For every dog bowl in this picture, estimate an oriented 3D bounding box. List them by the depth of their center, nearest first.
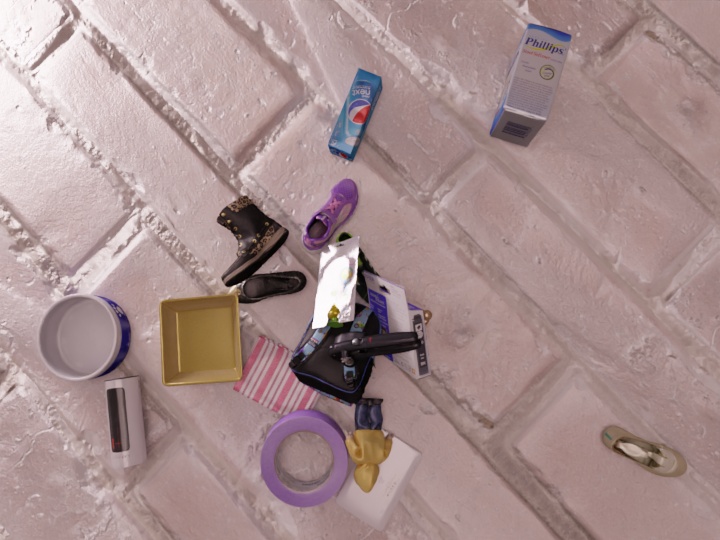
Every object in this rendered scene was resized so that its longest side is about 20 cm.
[{"bbox_3d":[-0.657,0.158,1.380,0.196,0.079,0.205,0,85,3],"label":"dog bowl"}]

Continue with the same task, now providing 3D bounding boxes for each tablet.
[{"bbox_3d":[0.043,0.480,1.336,0.129,0.014,0.202,29,87,6],"label":"tablet"}]

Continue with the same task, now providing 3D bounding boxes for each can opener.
[{"bbox_3d":[0.025,0.149,1.166,0.196,0.063,0.080,-10,60,25],"label":"can opener"}]

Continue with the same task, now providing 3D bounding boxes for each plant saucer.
[{"bbox_3d":[-0.372,0.164,1.372,0.196,0.048,0.205,-5,85,6],"label":"plant saucer"}]

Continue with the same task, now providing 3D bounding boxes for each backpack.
[{"bbox_3d":[-0.044,0.174,1.297,0.179,0.135,0.202,17,64,17],"label":"backpack"}]

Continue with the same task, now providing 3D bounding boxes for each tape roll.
[{"bbox_3d":[-0.126,0.425,1.314,0.196,0.066,0.205,0,89,-1],"label":"tape roll"}]

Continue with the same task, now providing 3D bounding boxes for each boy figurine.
[{"bbox_3d":[0.021,0.391,1.305,0.122,0.064,0.205,4,80,-26],"label":"boy figurine"}]

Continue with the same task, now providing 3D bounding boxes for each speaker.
[{"bbox_3d":[-0.549,0.354,1.354,0.079,0.081,0.204,-7,85,3],"label":"speaker"}]

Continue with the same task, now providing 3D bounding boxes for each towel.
[{"bbox_3d":[-0.186,0.261,1.364,0.197,0.030,0.148,26,88,5],"label":"towel"}]

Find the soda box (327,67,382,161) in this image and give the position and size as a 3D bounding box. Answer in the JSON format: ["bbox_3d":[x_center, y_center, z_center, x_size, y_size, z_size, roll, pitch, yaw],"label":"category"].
[{"bbox_3d":[-0.012,-0.373,1.393,0.063,0.068,0.203,21,86,6],"label":"soda box"}]

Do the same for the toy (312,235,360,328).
[{"bbox_3d":[-0.043,0.032,1.282,0.114,0.047,0.203,-15,55,33],"label":"toy"}]

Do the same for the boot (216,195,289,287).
[{"bbox_3d":[-0.285,-0.073,1.370,0.150,0.073,0.200,44,74,8],"label":"boot"}]

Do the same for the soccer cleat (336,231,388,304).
[{"bbox_3d":[0.000,0.000,1.350,0.067,0.081,0.202,-32,83,0],"label":"soccer cleat"}]

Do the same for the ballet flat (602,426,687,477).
[{"bbox_3d":[0.635,0.409,1.278,0.197,0.069,0.071,21,86,5],"label":"ballet flat"}]

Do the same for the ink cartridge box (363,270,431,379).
[{"bbox_3d":[0.077,0.108,1.253,0.043,0.197,0.204,-16,108,-21],"label":"ink cartridge box"}]

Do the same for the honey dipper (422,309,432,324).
[{"bbox_3d":[0.137,0.101,1.272,0.037,0.200,0.039,0,83,4],"label":"honey dipper"}]

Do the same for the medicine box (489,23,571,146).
[{"bbox_3d":[0.382,-0.414,1.314,0.101,0.182,0.204,17,86,5],"label":"medicine box"}]

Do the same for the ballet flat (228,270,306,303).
[{"bbox_3d":[-0.224,0.035,1.372,0.196,0.057,0.068,-13,84,7],"label":"ballet flat"}]

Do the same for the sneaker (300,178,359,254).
[{"bbox_3d":[-0.072,-0.132,1.365,0.080,0.088,0.202,34,86,7],"label":"sneaker"}]
